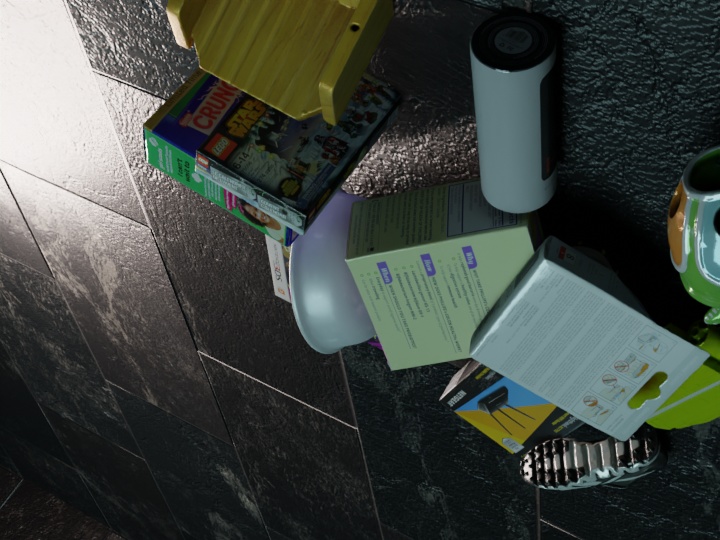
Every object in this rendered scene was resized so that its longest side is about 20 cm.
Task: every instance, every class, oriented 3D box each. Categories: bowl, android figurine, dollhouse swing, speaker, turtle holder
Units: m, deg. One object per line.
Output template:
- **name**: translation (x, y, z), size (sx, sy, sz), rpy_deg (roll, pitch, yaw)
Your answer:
- **bowl**: translation (0.000, 0.000, 1.550), size (0.089, 0.202, 0.202), rpy_deg (2, 139, 26)
- **android figurine**: translation (0.334, 0.116, 1.423), size (0.199, 0.041, 0.182), rpy_deg (25, 138, -29)
- **dollhouse swing**: translation (-0.093, -0.265, 1.253), size (0.199, 0.183, 0.176), rpy_deg (29, -175, 13)
- **speaker**: translation (0.150, -0.148, 1.259), size (0.081, 0.081, 0.201), rpy_deg (23, 148, 24)
- **turtle holder**: translation (0.353, -0.041, 1.127), size (0.184, 0.141, 0.132), rpy_deg (7, 139, 45)

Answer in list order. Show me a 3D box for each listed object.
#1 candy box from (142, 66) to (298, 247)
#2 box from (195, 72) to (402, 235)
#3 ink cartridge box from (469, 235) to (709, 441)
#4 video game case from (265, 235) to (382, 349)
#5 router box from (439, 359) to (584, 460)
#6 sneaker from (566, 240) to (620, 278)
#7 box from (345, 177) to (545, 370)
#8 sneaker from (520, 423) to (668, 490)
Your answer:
- **candy box**: translation (-0.116, -0.148, 1.465), size (0.199, 0.170, 0.077), rpy_deg (29, 148, 13)
- **box**: translation (-0.063, -0.146, 1.373), size (0.136, 0.201, 0.040), rpy_deg (30, 148, 11)
- **ink cartridge box**: translation (0.236, 0.073, 1.353), size (0.199, 0.050, 0.163), rpy_deg (28, 129, -8)
- **video game case**: translation (-0.035, 0.014, 1.759), size (0.199, 0.036, 0.182), rpy_deg (27, 151, 19)
- **router box**: translation (0.204, 0.164, 1.696), size (0.149, 0.051, 0.200), rpy_deg (35, 152, 0)
- **sneaker**: translation (0.267, 0.060, 1.445), size (0.075, 0.077, 0.200), rpy_deg (-6, 132, 49)
- **box**: translation (0.105, 0.002, 1.421), size (0.198, 0.097, 0.177), rpy_deg (-10, 131, 16)
- **sneaker**: translation (0.302, 0.248, 1.657), size (0.198, 0.067, 0.090), rpy_deg (-18, 146, 31)
